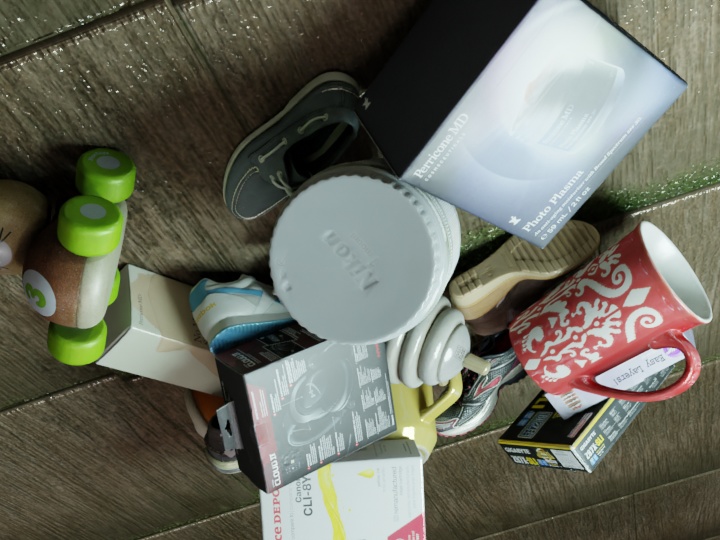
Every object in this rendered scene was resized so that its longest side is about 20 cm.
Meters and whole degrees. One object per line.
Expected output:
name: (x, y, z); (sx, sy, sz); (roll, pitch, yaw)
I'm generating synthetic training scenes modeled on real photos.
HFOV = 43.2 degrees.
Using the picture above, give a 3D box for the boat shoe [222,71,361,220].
boat shoe: (-0.070, -0.105, 0.881); (0.073, 0.062, 0.200); (20, 133, -36)

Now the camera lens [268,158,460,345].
camera lens: (0.010, -0.023, 0.848); (0.159, 0.161, 0.200); (-22, -176, 12)

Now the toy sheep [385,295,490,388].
toy sheep: (0.067, 0.081, 1.107); (0.199, 0.138, 0.138); (17, 150, 21)

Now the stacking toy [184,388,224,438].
stacking toy: (-0.114, 0.148, 1.180); (0.200, 0.146, 0.146); (-39, 140, 6)

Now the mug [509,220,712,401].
mug: (0.281, 0.066, 1.042); (0.133, 0.178, 0.200); (38, 123, -26)

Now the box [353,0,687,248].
box: (0.138, -0.151, 0.802); (0.198, 0.123, 0.200); (21, 118, -37)

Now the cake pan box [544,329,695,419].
cake pan box: (0.336, 0.088, 1.178); (0.200, 0.184, 0.052); (-34, 104, 28)

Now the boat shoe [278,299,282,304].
boat shoe: (0.000, 0.000, 1.039); (0.199, 0.068, 0.072); (-9, 144, -6)

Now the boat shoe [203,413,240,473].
boat shoe: (-0.093, 0.172, 1.088); (0.199, 0.074, 0.074); (-26, 136, -25)

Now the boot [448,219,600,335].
boot: (0.211, 0.013, 1.146); (0.199, 0.073, 0.166); (-24, 155, 12)

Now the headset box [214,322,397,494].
headset box: (-0.066, 0.143, 1.019); (0.199, 0.077, 0.150); (-21, 113, -28)

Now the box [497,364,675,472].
box: (0.296, 0.177, 1.203); (0.200, 0.049, 0.160); (-43, -170, -24)

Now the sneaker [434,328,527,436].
sneaker: (0.163, 0.144, 1.262); (0.200, 0.081, 0.075); (-47, 132, 1)

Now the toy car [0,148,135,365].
toy car: (-0.325, -0.027, 0.847); (0.199, 0.158, 0.165); (11, 127, -12)

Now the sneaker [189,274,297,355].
sneaker: (-0.112, 0.045, 1.063); (0.077, 0.081, 0.200); (-45, 155, 24)

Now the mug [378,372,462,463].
mug: (0.040, 0.178, 1.220); (0.149, 0.154, 0.187); (0, 142, -16)

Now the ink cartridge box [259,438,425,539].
ink cartridge box: (-0.024, 0.293, 1.117); (0.199, 0.146, 0.083); (-3, -174, -3)

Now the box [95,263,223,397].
box: (-0.204, 0.076, 1.057); (0.199, 0.095, 0.078); (22, 131, -40)
